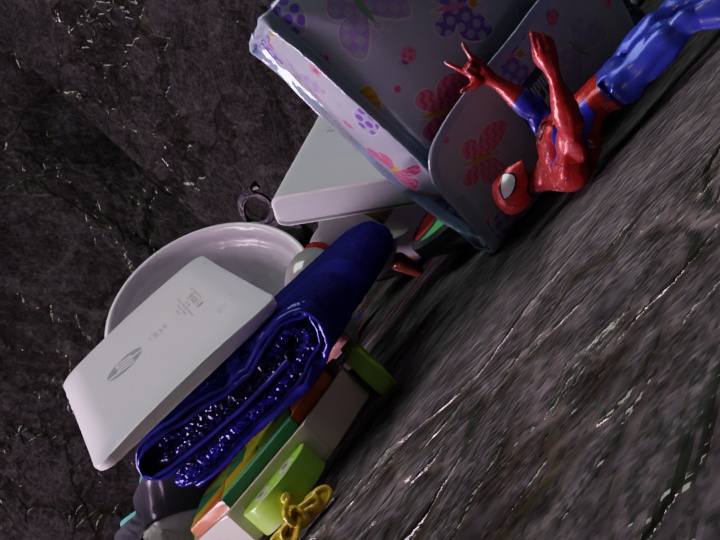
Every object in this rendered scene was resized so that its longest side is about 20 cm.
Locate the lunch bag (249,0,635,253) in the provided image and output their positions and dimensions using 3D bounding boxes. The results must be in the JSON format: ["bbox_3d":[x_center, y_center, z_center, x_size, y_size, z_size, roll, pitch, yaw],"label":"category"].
[{"bbox_3d":[0.060,-0.137,0.669,0.170,0.200,0.127,-48,11,-6],"label":"lunch bag"}]

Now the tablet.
[{"bbox_3d":[-0.124,0.047,0.671,0.130,0.014,0.200,-44,18,-10],"label":"tablet"}]

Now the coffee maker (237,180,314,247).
[{"bbox_3d":[-0.125,0.043,1.261,0.135,0.192,0.200,-46,4,46],"label":"coffee maker"}]

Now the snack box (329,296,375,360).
[{"bbox_3d":[-0.059,0.105,1.111,0.200,0.024,0.072,-48,3,30],"label":"snack box"}]

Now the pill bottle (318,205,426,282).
[{"bbox_3d":[0.020,-0.051,1.074,0.112,0.112,0.200,-49,3,-16],"label":"pill bottle"}]

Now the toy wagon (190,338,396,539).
[{"bbox_3d":[-0.043,0.109,0.630,0.156,0.039,0.200,-50,2,-2],"label":"toy wagon"}]

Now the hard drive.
[{"bbox_3d":[0.011,-0.099,0.916,0.130,0.027,0.201,-9,26,14],"label":"hard drive"}]

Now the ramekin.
[{"bbox_3d":[-0.123,0.063,1.008,0.201,0.198,0.106,-50,-39,-28],"label":"ramekin"}]

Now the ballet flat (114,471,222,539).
[{"bbox_3d":[-0.126,0.178,0.767,0.073,0.073,0.200,-51,-2,-36],"label":"ballet flat"}]

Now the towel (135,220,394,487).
[{"bbox_3d":[-0.046,0.048,0.675,0.147,0.050,0.200,-41,5,21],"label":"towel"}]

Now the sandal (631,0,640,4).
[{"bbox_3d":[0.263,-0.300,1.098,0.207,0.059,0.079,-51,3,-24],"label":"sandal"}]

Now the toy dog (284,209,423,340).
[{"bbox_3d":[0.000,0.000,0.885,0.133,0.095,0.201,-64,-1,40],"label":"toy dog"}]

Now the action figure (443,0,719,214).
[{"bbox_3d":[0.119,-0.119,0.561,0.201,0.098,0.065,-51,10,20],"label":"action figure"}]

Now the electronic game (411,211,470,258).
[{"bbox_3d":[0.107,-0.088,0.815,0.200,0.042,0.200,-49,6,7],"label":"electronic game"}]

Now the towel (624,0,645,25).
[{"bbox_3d":[0.159,-0.158,0.956,0.200,0.048,0.112,-49,2,12],"label":"towel"}]
